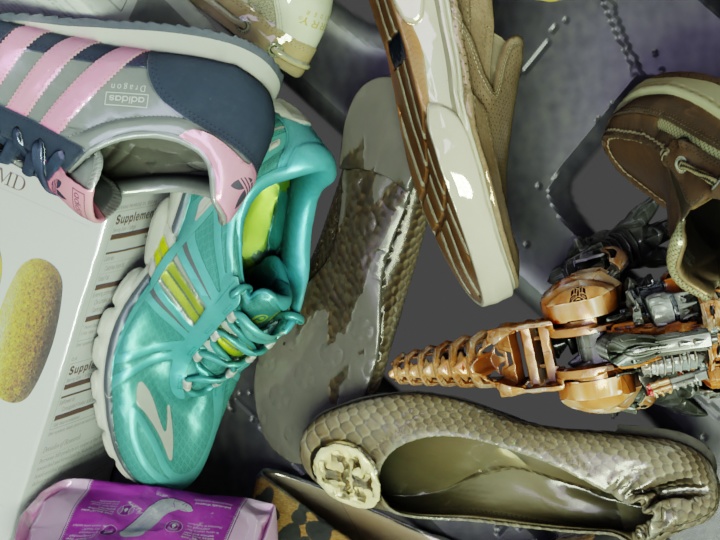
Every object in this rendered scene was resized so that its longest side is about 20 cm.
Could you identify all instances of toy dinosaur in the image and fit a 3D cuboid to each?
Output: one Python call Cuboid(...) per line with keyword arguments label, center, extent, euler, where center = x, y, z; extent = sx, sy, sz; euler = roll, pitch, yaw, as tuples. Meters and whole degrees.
Cuboid(label="toy dinosaur", center=(0.114, 0.022, 0.793), extent=(0.198, 0.136, 0.103), euler=(12, 101, 16))

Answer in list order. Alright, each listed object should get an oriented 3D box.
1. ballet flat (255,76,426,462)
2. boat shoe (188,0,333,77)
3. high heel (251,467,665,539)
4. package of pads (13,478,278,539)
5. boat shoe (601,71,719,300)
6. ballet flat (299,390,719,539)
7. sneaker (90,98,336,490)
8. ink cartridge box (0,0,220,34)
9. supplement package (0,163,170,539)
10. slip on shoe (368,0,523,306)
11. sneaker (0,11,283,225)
Cuboid(label="ballet flat", center=(0.000, 0.000, 0.872), extent=(0.067, 0.046, 0.202), euler=(24, 107, 25))
Cuboid(label="boat shoe", center=(-0.106, -0.158, 0.877), extent=(0.199, 0.073, 0.064), euler=(22, 98, 7))
Cuboid(label="high heel", center=(0.041, 0.124, 0.867), extent=(0.199, 0.071, 0.143), euler=(-33, 81, 18))
Cuboid(label="package of pads", center=(-0.097, 0.199, 0.880), extent=(0.119, 0.076, 0.202), euler=(5, 125, 13))
Cuboid(label="boat shoe", center=(0.147, -0.028, 0.725), extent=(0.075, 0.202, 0.075), euler=(-44, 114, -9))
Cuboid(label="ballet flat", center=(0.065, 0.097, 0.823), extent=(0.198, 0.047, 0.068), euler=(5, 133, 14))
Cuboid(label="sneaker", center=(-0.068, 0.017, 0.843), extent=(0.079, 0.077, 0.202), euler=(33, 110, 43))
Cuboid(label="ink cartridge box", center=(-0.188, -0.138, 0.852), extent=(0.199, 0.160, 0.048), euler=(6, 66, 38))
Cuboid(label="supplement package", center=(-0.175, 0.031, 0.900), extent=(0.113, 0.109, 0.202), euler=(22, 103, 14))
Cuboid(label="slip on shoe", center=(0.046, -0.086, 0.786), extent=(0.060, 0.076, 0.202), euler=(-17, 92, -9))
Cuboid(label="sneaker", center=(-0.137, -0.064, 0.792), extent=(0.198, 0.070, 0.083), euler=(2, 63, 11))
